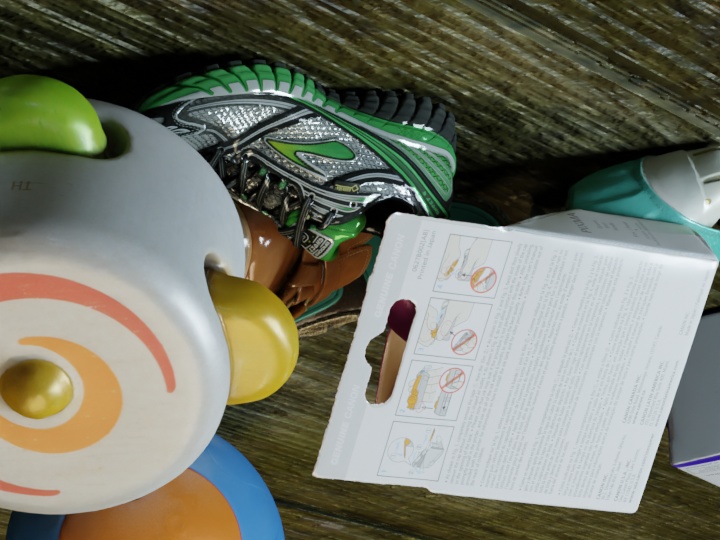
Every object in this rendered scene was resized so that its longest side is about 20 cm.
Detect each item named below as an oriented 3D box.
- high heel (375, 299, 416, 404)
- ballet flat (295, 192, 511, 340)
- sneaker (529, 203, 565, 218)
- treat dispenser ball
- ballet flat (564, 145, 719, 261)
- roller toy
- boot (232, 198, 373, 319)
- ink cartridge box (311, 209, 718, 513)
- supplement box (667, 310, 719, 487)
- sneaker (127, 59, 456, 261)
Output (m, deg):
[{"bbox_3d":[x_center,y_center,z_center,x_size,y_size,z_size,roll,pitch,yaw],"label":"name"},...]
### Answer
[{"bbox_3d":[0.026,0.057,1.451,0.096,0.067,0.200,-39,150,2],"label":"high heel"},{"bbox_3d":[0.000,0.000,1.515,0.200,0.068,0.075,-18,177,14],"label":"ballet flat"},{"bbox_3d":[0.152,0.004,1.544,0.075,0.115,0.200,-9,-166,15],"label":"sneaker"},{"bbox_3d":[-0.154,0.204,1.838,0.200,0.201,0.201,-3,160,-1],"label":"treat dispenser ball"},{"bbox_3d":[0.206,-0.039,1.467,0.200,0.067,0.070,10,131,-34],"label":"ballet flat"},{"bbox_3d":[-0.149,0.023,1.256,0.200,0.140,0.182,36,120,-23],"label":"roller toy"},{"bbox_3d":[-0.068,0.025,1.436,0.155,0.074,0.200,-25,153,-36],"label":"boot"},{"bbox_3d":[0.080,0.044,1.395,0.200,0.161,0.050,8,-159,-21],"label":"ink cartridge box"},{"bbox_3d":[0.294,0.097,1.777,0.103,0.101,0.200,-16,157,30],"label":"supplement box"},{"bbox_3d":[-0.034,-0.054,1.329,0.200,0.085,0.078,8,157,-27],"label":"sneaker"}]
